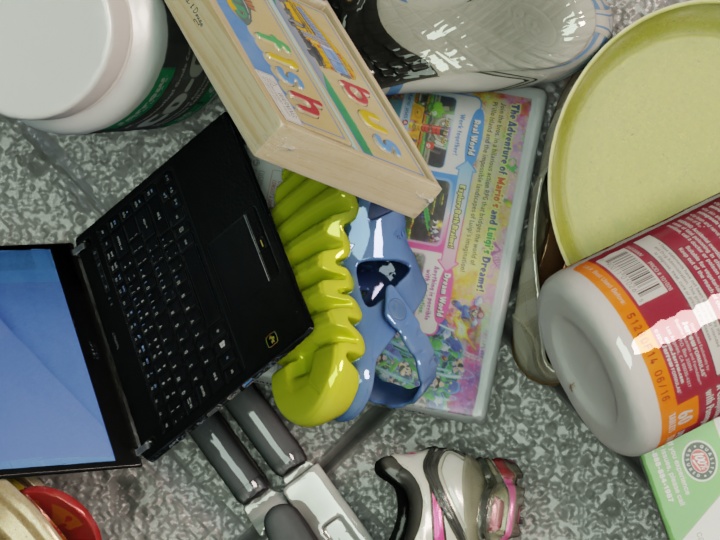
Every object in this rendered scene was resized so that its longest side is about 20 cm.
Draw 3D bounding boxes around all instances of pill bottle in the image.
[{"bbox_3d":[0.206,0.012,1.447,0.200,0.110,0.110,-25,87,-15],"label":"pill bottle"},{"bbox_3d":[-0.148,-0.132,1.476,0.113,0.200,0.113,1,95,15],"label":"pill bottle"}]

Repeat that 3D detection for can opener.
[{"bbox_3d":[-0.058,0.110,1.541,0.053,0.066,0.200,-36,81,1],"label":"can opener"}]

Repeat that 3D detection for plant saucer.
[{"bbox_3d":[0.192,-0.054,1.510,0.200,0.031,0.200,-2,96,-20],"label":"plant saucer"}]

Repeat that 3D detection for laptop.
[{"bbox_3d":[-0.151,0.012,1.484,0.200,0.103,0.177,-39,48,19],"label":"laptop"}]

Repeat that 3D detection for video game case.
[{"bbox_3d":[0.001,-0.024,1.538,0.182,0.024,0.200,11,77,4],"label":"video game case"}]

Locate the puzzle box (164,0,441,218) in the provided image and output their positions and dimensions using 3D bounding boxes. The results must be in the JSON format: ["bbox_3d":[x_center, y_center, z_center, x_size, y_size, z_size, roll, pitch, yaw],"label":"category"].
[{"bbox_3d":[-0.044,-0.119,1.436,0.025,0.133,0.200,-46,52,21],"label":"puzzle box"}]

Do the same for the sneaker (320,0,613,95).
[{"bbox_3d":[0.047,-0.131,1.518,0.200,0.072,0.072,0,81,21],"label":"sneaker"}]

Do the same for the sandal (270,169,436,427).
[{"bbox_3d":[0.000,0.000,1.491,0.087,0.079,0.200,18,65,-33],"label":"sandal"}]

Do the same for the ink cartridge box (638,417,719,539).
[{"bbox_3d":[0.268,0.120,1.502,0.200,0.084,0.145,-20,87,3],"label":"ink cartridge box"}]

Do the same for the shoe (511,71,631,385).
[{"bbox_3d":[0.132,-0.031,1.532,0.070,0.053,0.200,12,89,5],"label":"shoe"}]

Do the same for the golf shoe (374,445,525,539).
[{"bbox_3d":[0.033,0.200,1.517,0.092,0.073,0.200,9,83,-14],"label":"golf shoe"}]

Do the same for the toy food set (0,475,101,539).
[{"bbox_3d":[-0.211,0.178,1.512,0.200,0.049,0.198,35,135,17],"label":"toy food set"}]
